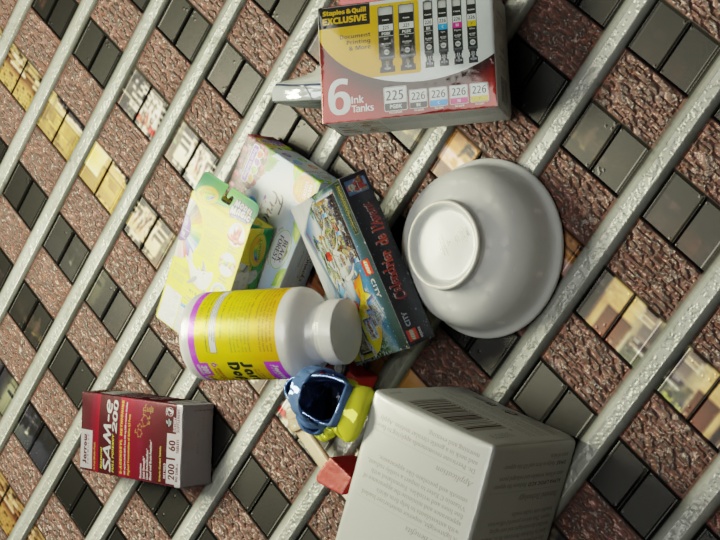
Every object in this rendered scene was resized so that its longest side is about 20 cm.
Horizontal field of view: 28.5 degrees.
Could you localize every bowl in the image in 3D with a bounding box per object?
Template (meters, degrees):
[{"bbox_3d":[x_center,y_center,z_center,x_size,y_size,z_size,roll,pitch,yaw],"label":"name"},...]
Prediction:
[{"bbox_3d":[0.114,-0.025,1.546,0.200,0.090,0.203,-1,88,39],"label":"bowl"}]

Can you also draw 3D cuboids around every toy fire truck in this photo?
[{"bbox_3d":[-0.048,0.157,1.696,0.200,0.049,0.142,37,110,33],"label":"toy fire truck"}]

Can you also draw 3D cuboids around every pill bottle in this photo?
[{"bbox_3d":[-0.102,0.073,1.622,0.198,0.104,0.105,-4,86,29],"label":"pill bottle"}]

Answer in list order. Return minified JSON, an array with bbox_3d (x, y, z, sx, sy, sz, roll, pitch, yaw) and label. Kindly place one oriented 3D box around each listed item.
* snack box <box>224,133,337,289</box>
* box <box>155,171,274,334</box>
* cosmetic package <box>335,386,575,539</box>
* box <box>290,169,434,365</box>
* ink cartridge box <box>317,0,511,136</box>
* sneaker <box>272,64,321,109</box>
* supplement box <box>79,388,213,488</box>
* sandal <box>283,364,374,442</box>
[{"bbox_3d":[-0.115,-0.047,1.755,0.142,0.053,0.201,34,110,34],"label":"snack box"},{"bbox_3d":[-0.177,-0.009,1.743,0.117,0.048,0.202,32,113,35],"label":"box"},{"bbox_3d":[0.098,0.245,1.501,0.164,0.164,0.202,23,102,37],"label":"cosmetic package"},{"bbox_3d":[0.000,0.000,1.606,0.136,0.037,0.202,-24,88,61],"label":"box"},{"bbox_3d":[0.058,-0.249,1.561,0.198,0.084,0.178,-5,84,16],"label":"ink cartridge box"},{"bbox_3d":[-0.016,-0.233,1.677,0.198,0.073,0.072,-4,84,29],"label":"sneaker"},{"bbox_3d":[-0.285,0.220,1.879,0.199,0.061,0.110,2,90,40],"label":"supplement box"},{"bbox_3d":[-0.046,0.140,1.562,0.080,0.086,0.200,-66,8,-14],"label":"sandal"}]
